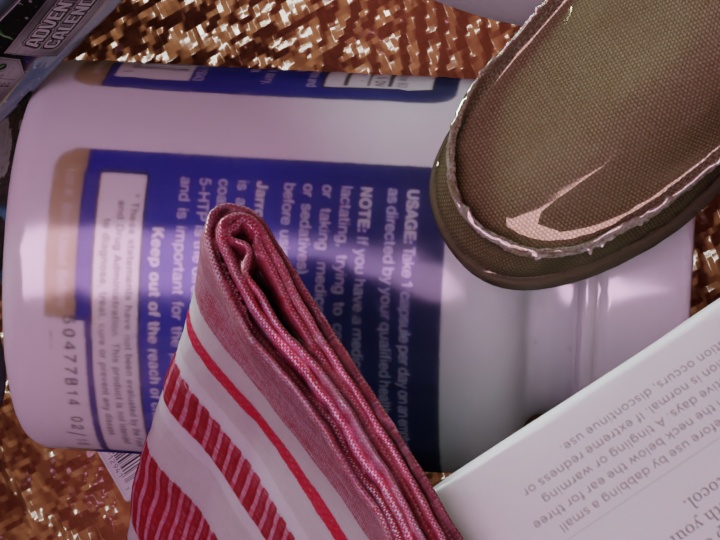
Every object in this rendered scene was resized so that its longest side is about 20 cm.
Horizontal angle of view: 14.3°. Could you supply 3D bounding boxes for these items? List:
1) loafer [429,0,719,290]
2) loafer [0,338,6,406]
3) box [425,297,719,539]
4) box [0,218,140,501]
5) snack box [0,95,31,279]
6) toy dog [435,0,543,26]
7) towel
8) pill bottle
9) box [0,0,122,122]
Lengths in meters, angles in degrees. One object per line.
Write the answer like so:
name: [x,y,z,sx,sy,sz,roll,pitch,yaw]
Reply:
loafer: [0.096,-0.074,0.778,0.200,0.067,0.076,-41,72,4]
loafer: [-0.184,-0.028,0.902,0.072,0.063,0.201,-34,80,23]
box: [0.117,0.135,0.739,0.106,0.153,0.200,-32,61,-13]
box: [-0.105,-0.018,0.967,0.041,0.039,0.201,-35,80,19]
snack box: [-0.157,-0.076,0.942,0.116,0.037,0.201,20,101,21]
toy dog: [0.023,-0.130,0.876,0.199,0.097,0.132,29,146,-10]
towel: [-0.019,0.088,0.784,0.144,0.023,0.200,58,155,20]
pill bottle: [0.000,0.000,0.871,0.198,0.120,0.121,3,94,6]
box: [-0.146,-0.135,0.868,0.137,0.040,0.201,-42,62,26]
